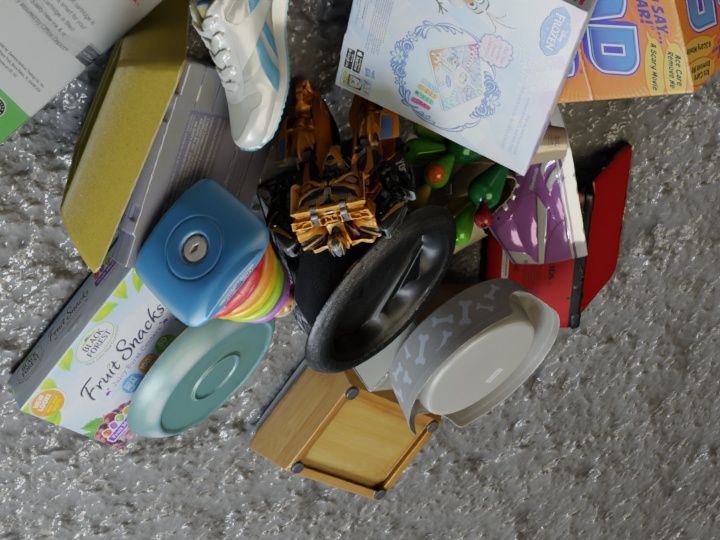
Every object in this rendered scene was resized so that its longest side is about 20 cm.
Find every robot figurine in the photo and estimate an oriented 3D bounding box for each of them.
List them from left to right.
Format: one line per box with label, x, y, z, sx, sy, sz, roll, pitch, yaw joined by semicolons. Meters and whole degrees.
robot figurine;-0.022;-0.098;1.277;0.143;0.201;0.058;-11;138;14

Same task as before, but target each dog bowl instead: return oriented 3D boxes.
dog bowl;0.117;0.089;1.468;0.199;0.059;0.201;-29;151;-17

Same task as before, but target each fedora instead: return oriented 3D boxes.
fedora;0.000;0.000;1.333;0.200;0.092;0.201;-35;152;-22

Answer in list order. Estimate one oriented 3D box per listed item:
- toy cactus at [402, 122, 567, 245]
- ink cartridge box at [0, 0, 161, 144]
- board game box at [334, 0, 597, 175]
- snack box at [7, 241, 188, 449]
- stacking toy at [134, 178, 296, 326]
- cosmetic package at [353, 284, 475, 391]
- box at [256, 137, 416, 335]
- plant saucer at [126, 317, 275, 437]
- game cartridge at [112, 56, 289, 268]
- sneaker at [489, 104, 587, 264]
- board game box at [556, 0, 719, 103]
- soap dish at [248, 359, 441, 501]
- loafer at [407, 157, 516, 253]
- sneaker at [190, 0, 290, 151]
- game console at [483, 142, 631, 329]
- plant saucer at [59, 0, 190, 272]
toy cactus;0.124;-0.130;1.370;0.163;0.202;0.102;-2;167;-4
ink cartridge box;-0.278;-0.220;1.106;0.200;0.084;0.146;-40;136;0
board game box;0.087;-0.202;1.201;0.044;0.198;0.201;-55;169;-38
snack box;-0.237;0.073;1.387;0.142;0.053;0.200;31;102;-43
stacking toy;-0.110;0.010;1.313;0.116;0.110;0.200;-50;151;1
cosmetic package;0.082;0.073;1.545;0.199;0.071;0.105;-1;139;-50
box;-0.011;-0.035;1.456;0.157;0.050;0.201;-28;135;-13
plant saucer;-0.156;0.103;1.423;0.200;0.027;0.201;-42;162;-17
game cartridge;-0.152;-0.094;1.297;0.129;0.038;0.202;10;105;-40
sneaker;0.177;-0.103;1.497;0.113;0.073;0.203;-8;100;9
board game box;0.232;-0.283;1.230;0.199;0.199;0.202;-38;118;-40
soap dish;-0.010;0.181;1.605;0.199;0.081;0.158;26;107;-42
loafer;0.093;-0.053;1.436;0.201;0.067;0.076;-53;145;-22
sneaker;-0.108;-0.206;1.219;0.080;0.076;0.202;-4;102;-27
game console;0.232;-0.043;1.636;0.170;0.119;0.202;2;128;3
plant saucer;-0.204;-0.129;1.170;0.048;0.200;0.201;21;113;-15
